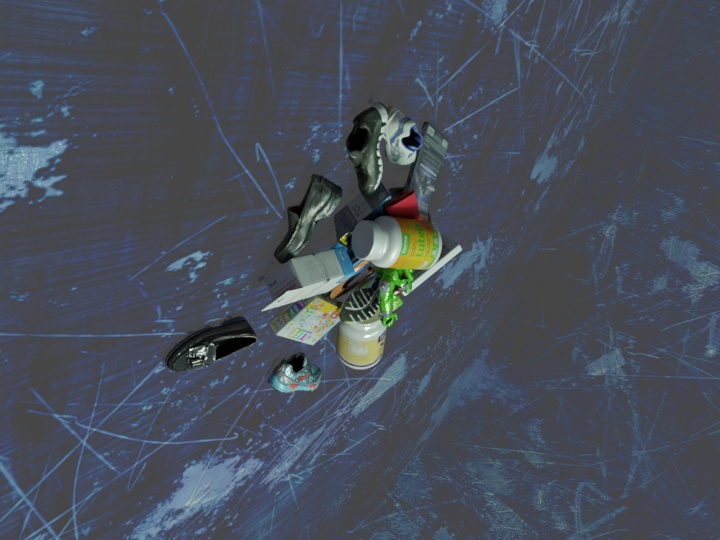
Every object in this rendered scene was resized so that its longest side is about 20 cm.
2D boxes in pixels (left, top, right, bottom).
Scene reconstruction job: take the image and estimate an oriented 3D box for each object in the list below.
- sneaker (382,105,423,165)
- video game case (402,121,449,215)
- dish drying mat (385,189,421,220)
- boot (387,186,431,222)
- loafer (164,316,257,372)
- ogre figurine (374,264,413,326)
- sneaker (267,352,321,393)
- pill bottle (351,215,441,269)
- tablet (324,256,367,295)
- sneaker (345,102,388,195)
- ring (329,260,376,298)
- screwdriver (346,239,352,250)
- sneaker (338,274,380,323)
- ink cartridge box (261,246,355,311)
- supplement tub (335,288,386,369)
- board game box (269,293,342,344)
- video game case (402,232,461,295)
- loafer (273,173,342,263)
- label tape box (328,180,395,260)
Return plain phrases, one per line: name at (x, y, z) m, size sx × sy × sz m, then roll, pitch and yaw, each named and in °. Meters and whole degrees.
sneaker at (0.102, -0.282, 1.251) m, size 0.076 × 0.087 × 0.200 m, roll -54°, pitch 156°, yaw -2°
video game case at (0.165, -0.253, 1.406) m, size 0.142 × 0.019 × 0.205 m, roll 14°, pitch 94°, yaw -59°
dish drying mat at (0.104, -0.126, 1.307) m, size 0.076 × 0.018 × 0.200 m, roll -33°, pitch 158°, yaw -1°
boot at (0.118, -0.145, 1.470) m, size 0.198 × 0.063 × 0.191 m, roll -28°, pitch 131°, yaw -48°
loafer at (-0.294, 0.154, 1.120) m, size 0.198 × 0.063 × 0.073 m, roll -27°, pitch 143°, yaw -45°
ogre figurine at (0.088, 0.023, 1.374) m, size 0.200 × 0.097 × 0.121 m, roll -45°, pitch 142°, yaw -25°
sneaker at (-0.156, 0.268, 1.479) m, size 0.199 × 0.079 × 0.097 m, roll 4°, pitch 117°, yaw -61°
pill bottle at (0.080, -0.062, 1.247) m, size 0.196 × 0.111 × 0.113 m, roll 2°, pitch 122°, yaw -39°
tablet at (-0.027, 0.005, 1.380) m, size 0.200 × 0.014 × 0.129 m, roll -45°, pitch 167°, yaw 28°
sneaker at (0.003, -0.244, 1.159) m, size 0.090 × 0.066 × 0.204 m, roll -29°, pitch 141°, yaw -37°
ring at (0.000, 0.000, 1.366) m, size 0.199 × 0.019 × 0.201 m, roll -37°, pitch 169°, yaw -8°
screwdriver at (0.047, -0.068, 1.307) m, size 0.196 × 0.029 × 0.029 m, roll -9°, pitch 111°, yaw -38°
sneaker at (0.008, 0.076, 1.438) m, size 0.199 × 0.079 × 0.090 m, roll -36°, pitch -172°, yaw -38°
ink cartridge box at (-0.121, 0.016, 1.184) m, size 0.197 × 0.069 × 0.115 m, roll -16°, pitch 167°, yaw -46°
supplement tub at (0.002, 0.163, 1.548) m, size 0.144 × 0.144 × 0.203 m, roll -36°, pitch 150°, yaw -32°
board game box at (-0.121, 0.117, 1.371) m, size 0.134 × 0.034 × 0.200 m, roll -41°, pitch 156°, yaw 8°
video game case at (0.157, -0.031, 1.524) m, size 0.199 × 0.182 × 0.023 m, roll -39°, pitch 118°, yaw -4°
loafer at (-0.121, -0.106, 1.123) m, size 0.072 × 0.073 × 0.201 m, roll 32°, pitch 102°, yaw -26°
label tape box at (0.004, -0.107, 1.305) m, size 0.199 × 0.064 × 0.144 m, roll -40°, pitch 156°, yaw 10°
